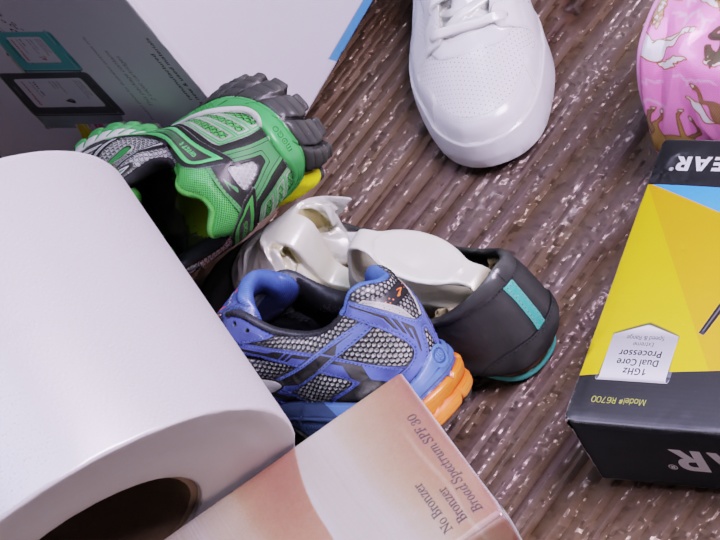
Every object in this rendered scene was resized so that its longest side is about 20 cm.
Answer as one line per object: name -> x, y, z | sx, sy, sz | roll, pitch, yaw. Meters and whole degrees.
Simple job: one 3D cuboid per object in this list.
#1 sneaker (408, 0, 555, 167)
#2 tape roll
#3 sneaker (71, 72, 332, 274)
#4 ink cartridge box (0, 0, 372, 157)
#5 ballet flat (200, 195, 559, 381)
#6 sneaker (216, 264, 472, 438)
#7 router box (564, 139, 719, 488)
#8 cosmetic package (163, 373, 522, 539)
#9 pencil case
sneaker -> 0.040, -0.152, 1.352 | 0.073, 0.116, 0.201 | -18, 47, 13
tape roll -> -0.146, 0.067, 1.155 | 0.202, 0.203, 0.139 | -35, 69, -2
sneaker -> -0.105, -0.029, 1.306 | 0.085, 0.078, 0.200 | -41, 9, -40
ink cartridge box -> -0.118, -0.150, 1.395 | 0.199, 0.146, 0.147 | 2, 53, 44
ballet flat -> 0.000, 0.000, 1.274 | 0.199, 0.069, 0.068 | 7, 55, 34
sneaker -> -0.046, 0.036, 1.246 | 0.199, 0.079, 0.075 | -8, 24, 28
router box -> 0.200, 0.020, 1.153 | 0.199, 0.051, 0.150 | 2, 55, 31
cosmetic package -> -0.029, 0.148, 1.147 | 0.200, 0.087, 0.103 | -36, 45, -3
pencil case -> 0.216, -0.087, 1.217 | 0.199, 0.083, 0.086 | 4, 27, 33
